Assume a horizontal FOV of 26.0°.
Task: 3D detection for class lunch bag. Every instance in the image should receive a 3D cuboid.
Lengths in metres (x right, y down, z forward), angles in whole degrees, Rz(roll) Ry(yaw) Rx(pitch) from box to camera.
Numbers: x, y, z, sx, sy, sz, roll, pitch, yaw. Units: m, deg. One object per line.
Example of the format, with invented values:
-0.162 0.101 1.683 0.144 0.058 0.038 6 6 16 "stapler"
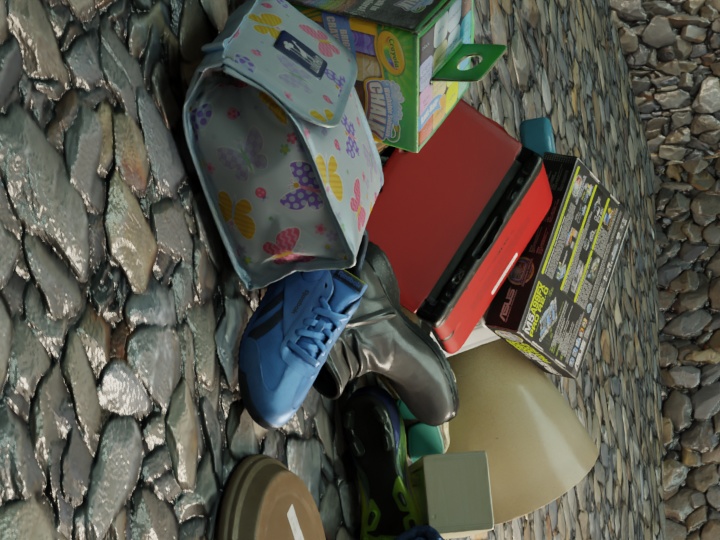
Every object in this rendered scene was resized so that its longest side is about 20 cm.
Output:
-0.062 -0.114 1.273 0.170 0.126 0.201 -69 141 -62 "lunch bag"

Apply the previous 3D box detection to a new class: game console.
0.087 -0.045 1.547 0.201 0.118 0.172 -56 159 -9 "game console"

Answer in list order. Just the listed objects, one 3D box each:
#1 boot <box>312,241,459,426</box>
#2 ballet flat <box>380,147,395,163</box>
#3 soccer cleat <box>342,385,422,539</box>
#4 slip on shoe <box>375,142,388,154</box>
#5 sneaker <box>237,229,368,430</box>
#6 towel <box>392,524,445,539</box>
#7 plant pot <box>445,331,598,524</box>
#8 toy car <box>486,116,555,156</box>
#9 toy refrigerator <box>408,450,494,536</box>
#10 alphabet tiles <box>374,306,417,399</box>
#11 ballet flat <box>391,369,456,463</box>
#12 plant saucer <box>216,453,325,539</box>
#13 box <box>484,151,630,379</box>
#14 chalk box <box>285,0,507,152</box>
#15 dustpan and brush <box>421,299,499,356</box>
0.004 0.084 1.430 0.201 0.070 0.132 58 42 -10 "boot"
-0.005 -0.159 1.557 0.067 0.056 0.200 -67 157 -5 "ballet flat"
0.028 0.208 1.508 0.084 0.064 0.202 -35 116 -73 "soccer cleat"
-0.018 -0.120 1.476 0.061 0.076 0.200 48 36 2 "slip on shoe"
-0.042 0.039 1.294 0.066 0.078 0.201 43 47 -28 "sneaker"
0.059 0.320 1.481 0.049 0.111 0.200 51 -5 39 "towel"
0.139 0.152 1.743 0.201 0.186 0.187 63 22 -10 "plant pot"
0.118 -0.088 1.691 0.200 0.183 0.179 9 73 -78 "toy car"
0.081 0.228 1.556 0.200 0.069 0.077 109 -24 -78 "toy refrigerator"
0.000 0.000 1.518 0.200 0.008 0.168 52 35 -32 "alphabet tiles"
0.061 0.133 1.619 0.201 0.067 0.063 92 -8 -55 "ballet flat"
-0.065 0.248 1.259 0.200 0.029 0.202 -9 90 -72 "plant saucer"
0.216 -0.003 1.678 0.160 0.044 0.201 35 72 -52 "box"
0.028 -0.196 1.382 0.125 0.199 0.125 -50 150 -44 "chalk box"
0.120 -0.010 1.619 0.139 0.057 0.202 -16 106 -39 "dustpan and brush"
